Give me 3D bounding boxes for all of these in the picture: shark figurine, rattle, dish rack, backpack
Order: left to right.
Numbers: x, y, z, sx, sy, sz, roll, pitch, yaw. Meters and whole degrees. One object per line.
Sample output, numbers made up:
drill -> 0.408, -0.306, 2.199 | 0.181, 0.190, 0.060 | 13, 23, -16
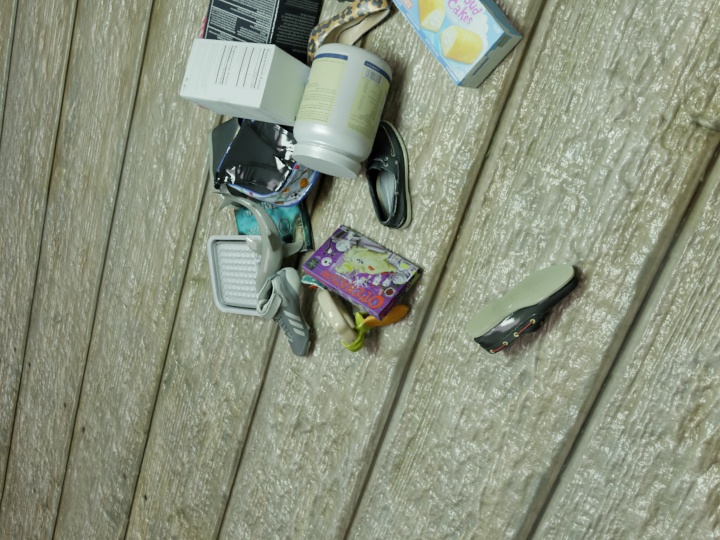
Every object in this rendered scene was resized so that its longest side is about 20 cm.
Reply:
dish rack -> -0.242, 0.007, 1.556 | 0.198, 0.043, 0.174 | 3, 104, 38
shark figurine -> -0.195, -0.078, 1.426 | 0.127, 0.090, 0.216 | -26, 94, 0
backpack -> -0.163, -0.212, 1.412 | 0.190, 0.153, 0.202 | 31, 100, 42
rattle -> -0.019, 0.046, 1.399 | 0.143, 0.130, 0.201 | -47, 34, 14

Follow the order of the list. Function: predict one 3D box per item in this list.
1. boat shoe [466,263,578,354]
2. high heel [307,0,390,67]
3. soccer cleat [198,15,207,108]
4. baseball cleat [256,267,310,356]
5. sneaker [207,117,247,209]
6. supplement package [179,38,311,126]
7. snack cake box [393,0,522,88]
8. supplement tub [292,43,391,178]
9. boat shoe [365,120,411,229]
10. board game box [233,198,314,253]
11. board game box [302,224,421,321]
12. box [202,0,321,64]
boat shoe -> 0.265, 0.061, 1.166 | 0.201, 0.074, 0.063 | -38, 110, 25
high heel -> -0.024, -0.418, 1.334 | 0.142, 0.071, 0.202 | 29, 104, 40
soccer cleat -> -0.338, -0.458, 1.601 | 0.076, 0.066, 0.203 | 14, 106, 42
baseball cleat -> -0.158, 0.093, 1.463 | 0.069, 0.106, 0.202 | 20, 124, 47
sneaker -> -0.264, -0.237, 1.548 | 0.106, 0.074, 0.202 | -30, 69, 37
supplement package -> -0.206, -0.338, 1.310 | 0.198, 0.113, 0.111 | 16, 91, 32
snack cake box -> 0.156, -0.412, 1.192 | 0.115, 0.067, 0.201 | -46, 67, 34
supplement tub -> -0.036, -0.278, 1.287 | 0.144, 0.144, 0.202 | 14, 85, 37
boat shoe -> 0.040, -0.173, 1.317 | 0.074, 0.066, 0.202 | -5, 92, 41
board game box -> -0.185, -0.091, 1.539 | 0.198, 0.028, 0.137 | -13, 87, 40
board game box -> 0.000, 0.000, 1.349 | 0.199, 0.032, 0.120 | 30, 72, 33
box -> -0.203, -0.471, 1.446 | 0.199, 0.123, 0.200 | 31, 114, 32
